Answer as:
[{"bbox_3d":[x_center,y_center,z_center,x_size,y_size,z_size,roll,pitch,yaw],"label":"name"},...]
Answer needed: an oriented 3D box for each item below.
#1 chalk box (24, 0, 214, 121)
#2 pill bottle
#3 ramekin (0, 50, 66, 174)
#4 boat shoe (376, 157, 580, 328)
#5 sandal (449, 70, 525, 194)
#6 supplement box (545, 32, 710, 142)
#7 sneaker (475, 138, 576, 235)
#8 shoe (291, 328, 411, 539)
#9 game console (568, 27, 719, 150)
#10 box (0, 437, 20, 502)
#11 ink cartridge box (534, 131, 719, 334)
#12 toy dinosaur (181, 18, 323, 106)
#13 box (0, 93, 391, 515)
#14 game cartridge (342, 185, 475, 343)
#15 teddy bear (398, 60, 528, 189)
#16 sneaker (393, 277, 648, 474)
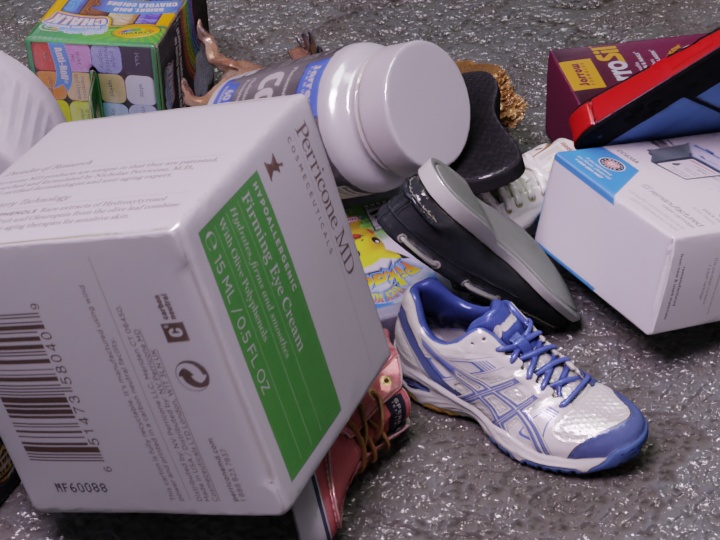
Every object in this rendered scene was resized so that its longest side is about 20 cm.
[{"bbox_3d":[-0.221,-0.176,1.412,0.123,0.126,0.200,5,34,11],"label":"chalk box"},{"bbox_3d":[-0.019,-0.111,1.197,0.199,0.114,0.114,-7,23,45],"label":"pill bottle"},{"bbox_3d":[-0.329,-0.073,1.215,0.199,0.201,0.098,-4,43,-3],"label":"ramekin"},{"bbox_3d":[0.088,-0.009,1.136,0.060,0.200,0.076,-38,37,17],"label":"boat shoe"},{"bbox_3d":[0.086,-0.101,1.224,0.075,0.045,0.200,-20,31,4],"label":"sandal"},{"bbox_3d":[0.271,-0.143,1.369,0.198,0.086,0.111,-7,35,-6],"label":"supplement box"},{"bbox_3d":[0.125,-0.069,1.222,0.199,0.085,0.073,-13,55,-45],"label":"sneaker"},{"bbox_3d":[-0.009,0.104,1.043,0.090,0.072,0.200,-10,31,-1],"label":"shoe"},{"bbox_3d":[0.270,-0.130,1.212,0.176,0.031,0.199,-27,-19,30],"label":"game console"},{"bbox_3d":[-0.284,0.102,0.952,0.049,0.200,0.200,11,37,19],"label":"box"},{"bbox_3d":[0.257,-0.034,1.184,0.199,0.086,0.146,-10,34,-30],"label":"ink cartridge box"},{"bbox_3d":[-0.087,-0.157,1.402,0.134,0.086,0.201,4,34,1],"label":"toy dinosaur"},{"bbox_3d":[-0.119,0.023,0.962,0.199,0.200,0.172,-4,29,28],"label":"box"},{"bbox_3d":[0.000,0.000,1.204,0.199,0.041,0.134,-15,52,-15],"label":"game cartridge"},{"bbox_3d":[0.051,-0.113,1.333,0.144,0.067,0.200,7,32,30],"label":"teddy bear"},{"bbox_3d":[0.104,0.070,1.072,0.199,0.089,0.075,20,42,28],"label":"sneaker"}]
